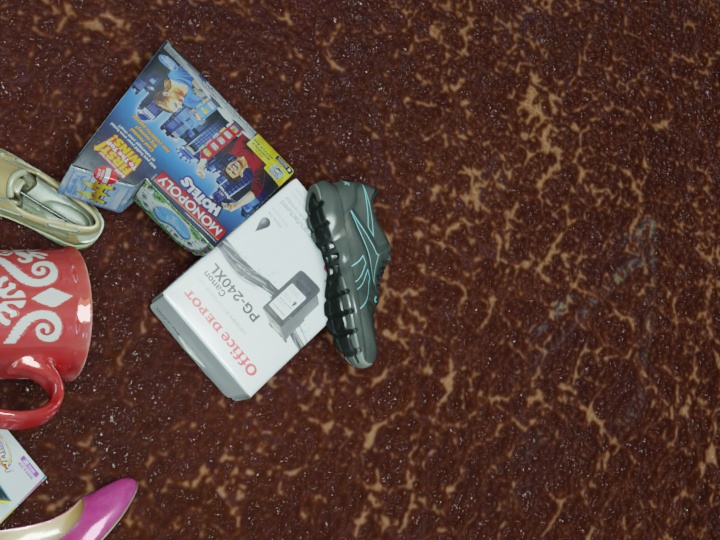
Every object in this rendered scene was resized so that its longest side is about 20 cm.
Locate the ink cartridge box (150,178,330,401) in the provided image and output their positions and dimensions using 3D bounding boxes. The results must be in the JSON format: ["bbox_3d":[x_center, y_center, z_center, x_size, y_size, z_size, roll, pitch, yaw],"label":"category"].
[{"bbox_3d":[-0.106,0.023,1.012,0.200,0.083,0.146,-44,99,-22],"label":"ink cartridge box"}]

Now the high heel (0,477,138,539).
[{"bbox_3d":[-0.320,0.251,0.908,0.199,0.067,0.096,-37,106,-8],"label":"high heel"}]

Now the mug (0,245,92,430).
[{"bbox_3d":[-0.355,0.048,0.841,0.198,0.177,0.135,3,112,-36],"label":"mug"}]

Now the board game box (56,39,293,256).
[{"bbox_3d":[-0.204,-0.110,0.968,0.200,0.062,0.200,46,51,-4],"label":"board game box"}]

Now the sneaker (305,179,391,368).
[{"bbox_3d":[0.000,0.000,0.973,0.078,0.075,0.202,-8,85,-26],"label":"sneaker"}]

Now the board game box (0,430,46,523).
[{"bbox_3d":[-0.380,0.178,0.828,0.040,0.200,0.154,-36,96,9],"label":"board game box"}]

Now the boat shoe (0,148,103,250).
[{"bbox_3d":[-0.353,-0.088,0.938,0.198,0.076,0.072,22,75,-16],"label":"boat shoe"}]
